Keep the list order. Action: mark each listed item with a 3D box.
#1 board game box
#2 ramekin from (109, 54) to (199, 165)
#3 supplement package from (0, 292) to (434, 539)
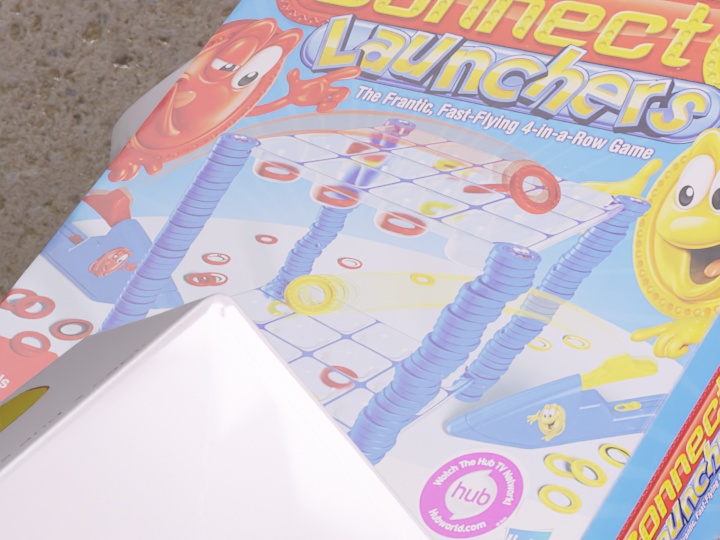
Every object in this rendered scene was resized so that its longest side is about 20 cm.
[{"bbox_3d":[0.020,0.002,0.669,0.200,0.056,0.196,14,56,34],"label":"board game box"},{"bbox_3d":[-0.015,-0.058,1.067,0.202,0.094,0.202,-30,-2,-1],"label":"ramekin"},{"bbox_3d":[-0.050,0.111,0.463,0.152,0.151,0.200,-40,5,-11],"label":"supplement package"}]
